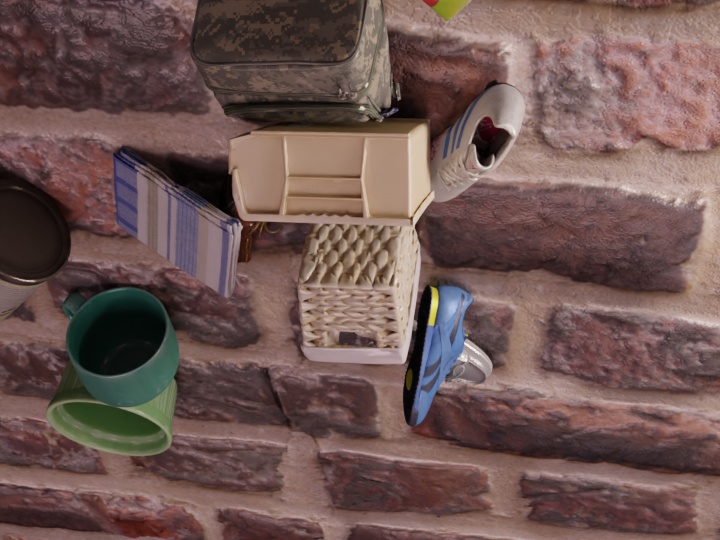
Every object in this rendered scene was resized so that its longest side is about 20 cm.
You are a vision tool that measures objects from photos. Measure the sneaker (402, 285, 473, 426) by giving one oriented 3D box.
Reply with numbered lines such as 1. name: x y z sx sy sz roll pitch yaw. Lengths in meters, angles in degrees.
1. sneaker: 0.109 0.121 1.503 0.077 0.066 0.204 9 100 -16

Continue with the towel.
1. towel: -0.236 -0.060 1.402 0.198 0.024 0.148 32 142 15

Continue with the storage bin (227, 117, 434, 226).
1. storage bin: -0.026 -0.113 1.196 0.195 0.200 0.095 2 103 10

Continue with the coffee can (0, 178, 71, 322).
1. coffee can: -0.502 -0.010 1.470 0.146 0.148 0.199 34 134 -26

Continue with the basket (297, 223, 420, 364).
1. basket: 0.000 0.000 1.351 0.133 0.202 0.125 2 135 8

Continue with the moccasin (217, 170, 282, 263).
1. moccasin: -0.141 -0.074 1.388 0.076 0.074 0.203 7 137 -16

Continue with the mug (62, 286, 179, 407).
1. mug: -0.343 0.107 1.591 0.150 0.187 0.115 -17 143 -6

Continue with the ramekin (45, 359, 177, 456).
1. ramekin: -0.382 0.204 1.711 0.196 0.099 0.201 7 148 4

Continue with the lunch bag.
1. lunch bag: -0.063 -0.226 1.157 0.196 0.142 0.168 2 159 12

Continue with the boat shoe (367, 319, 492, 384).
1. boat shoe: 0.099 0.123 1.570 0.200 0.065 0.074 26 137 -18

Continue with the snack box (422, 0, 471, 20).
1. snack box: 0.102 -0.350 1.040 0.141 0.054 0.199 33 134 -26

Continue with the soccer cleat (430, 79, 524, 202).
1. soccer cleat: 0.119 -0.131 1.260 0.069 0.087 0.200 22 138 -15
